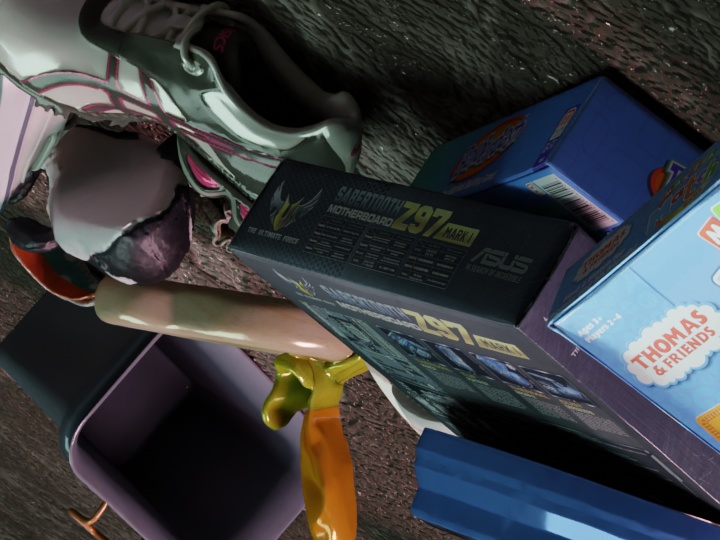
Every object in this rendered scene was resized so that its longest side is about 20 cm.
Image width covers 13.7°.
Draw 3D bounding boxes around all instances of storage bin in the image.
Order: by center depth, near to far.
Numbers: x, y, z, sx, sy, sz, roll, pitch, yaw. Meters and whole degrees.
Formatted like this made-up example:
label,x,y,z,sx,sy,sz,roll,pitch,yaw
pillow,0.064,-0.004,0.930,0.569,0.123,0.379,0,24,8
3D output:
label,x,y,z,sx,sy,sz,roll,pitch,yaw
storage bin,-0.141,0.097,1.911,0.134,0.146,0.200,34,170,45

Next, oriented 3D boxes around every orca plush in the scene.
label,x,y,z,sx,sy,sz,roll,pitch,yaw
orca plush,-0.127,-0.020,1.501,0.200,0.105,0.071,13,134,55

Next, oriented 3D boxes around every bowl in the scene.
label,x,y,z,sx,sy,sz,roll,pitch,yaw
bowl,0.113,0.116,1.247,0.200,0.039,0.201,19,176,1

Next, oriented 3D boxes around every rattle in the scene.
label,x,y,z,sx,sy,sz,roll,pitch,yaw
rattle,-0.095,0.062,1.575,0.199,0.143,0.130,8,-166,-12

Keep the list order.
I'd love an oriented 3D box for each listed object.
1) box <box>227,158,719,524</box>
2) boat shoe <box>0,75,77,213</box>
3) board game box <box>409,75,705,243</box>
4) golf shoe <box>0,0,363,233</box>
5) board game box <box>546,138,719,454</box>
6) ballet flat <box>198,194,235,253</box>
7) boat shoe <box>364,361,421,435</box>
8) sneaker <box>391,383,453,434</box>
label,x,y,z,sx,sy,sz,roll,pitch,yaw
box,0.060,0.028,1.199,0.158,0.051,0.200,39,165,-33
boat shoe,-0.170,-0.080,1.451,0.072,0.066,0.200,61,154,19
board game box,0.109,-0.003,1.193,0.152,0.045,0.200,36,165,-11
golf shoe,-0.084,-0.097,1.295,0.200,0.077,0.088,32,146,-2
board game box,0.186,0.030,1.005,0.200,0.037,0.151,36,133,-12
ballet flat,0.000,0.000,1.398,0.200,0.046,0.068,29,123,31
boat shoe,0.078,0.069,1.515,0.063,0.073,0.200,-36,110,29
sneaker,0.102,0.077,1.405,0.105,0.075,0.200,48,157,-29
